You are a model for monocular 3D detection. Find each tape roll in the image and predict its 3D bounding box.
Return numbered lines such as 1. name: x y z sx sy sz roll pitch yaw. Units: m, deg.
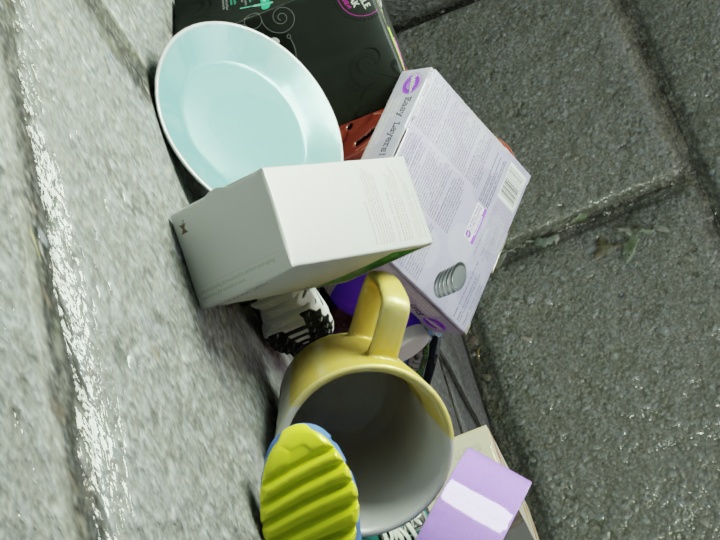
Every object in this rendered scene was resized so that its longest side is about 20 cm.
1. tape roll: 0.073 0.255 1.413 0.065 0.202 0.200 28 2 7

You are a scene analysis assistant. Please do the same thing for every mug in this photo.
1. mug: 0.006 0.113 1.405 0.149 0.187 0.153 44 6 -18

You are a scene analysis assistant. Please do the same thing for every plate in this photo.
1. plate: -0.101 -0.128 1.464 0.199 0.026 0.202 21 52 -30

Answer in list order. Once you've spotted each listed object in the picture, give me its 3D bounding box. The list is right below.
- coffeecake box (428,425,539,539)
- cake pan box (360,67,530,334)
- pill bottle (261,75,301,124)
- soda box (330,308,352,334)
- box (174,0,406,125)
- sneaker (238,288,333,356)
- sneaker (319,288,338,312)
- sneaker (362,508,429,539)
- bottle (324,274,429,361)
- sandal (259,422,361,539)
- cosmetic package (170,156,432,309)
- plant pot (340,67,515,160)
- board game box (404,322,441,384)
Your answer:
1. coffeecake box: 0.094 0.261 1.720 0.201 0.152 0.074 61 10 -53
2. cake pan box: 0.073 -0.069 1.609 0.184 0.052 0.202 42 63 -40
3. pill bottle: -0.075 -0.087 1.579 0.109 0.108 0.202 -90 159 -72
4. soda box: -0.016 0.116 1.650 0.201 0.063 0.071 -96 163 -63
5. box: -0.068 -0.223 1.645 0.125 0.198 0.149 -101 169 -57
6. sneaker: -0.075 0.007 1.478 0.200 0.066 0.091 54 19 -60
7. sneaker: 0.009 -0.001 1.800 0.076 0.076 0.202 43 -61 59
8. sneaker: 0.020 0.232 1.514 0.200 0.079 0.072 21 49 -81
9. bottle: 0.000 0.000 1.675 0.065 0.084 0.201 -6 56 -48
10. sandal: -0.027 0.210 1.260 0.087 0.079 0.202 -95 172 -79
11. cosmetic package: -0.045 -0.034 1.345 0.199 0.107 0.086 -12 81 -53
12. plant pot: 0.048 -0.132 1.916 0.195 0.200 0.202 42 22 -37
13. board game box: 0.045 0.123 1.779 0.200 0.061 0.202 -83 -173 -65
